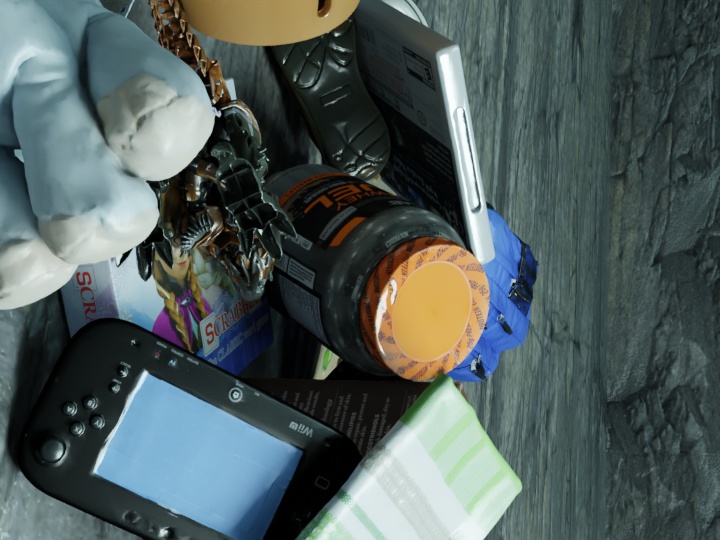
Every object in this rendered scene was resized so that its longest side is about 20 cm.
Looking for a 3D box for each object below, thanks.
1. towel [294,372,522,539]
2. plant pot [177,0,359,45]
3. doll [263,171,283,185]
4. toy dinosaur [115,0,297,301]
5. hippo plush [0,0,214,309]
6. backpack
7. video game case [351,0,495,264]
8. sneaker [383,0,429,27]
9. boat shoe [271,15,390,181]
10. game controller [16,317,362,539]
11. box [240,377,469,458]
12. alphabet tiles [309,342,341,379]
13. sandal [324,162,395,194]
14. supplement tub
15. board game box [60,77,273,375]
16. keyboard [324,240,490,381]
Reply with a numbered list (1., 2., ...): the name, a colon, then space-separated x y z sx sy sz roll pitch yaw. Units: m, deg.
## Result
1. towel: 0.017 0.177 0.691 0.200 0.031 0.150 -49 139 -12
2. plant pot: -0.066 -0.246 0.750 0.141 0.197 0.202 92 12 -45
3. doll: -0.034 -0.019 0.987 0.201 0.048 0.138 58 35 -54
4. toy dinosaur: -0.097 -0.064 0.686 0.201 0.101 0.136 53 20 -27
5. hippo plush: -0.164 -0.097 0.486 0.160 0.158 0.203 32 76 -52
6. backpack: 0.090 0.015 1.161 0.200 0.160 0.170 50 46 -60
7. video game case: 0.045 -0.123 0.931 0.200 0.023 0.184 -132 -155 -56
8. sneaker: 0.034 -0.173 1.146 0.116 0.074 0.203 -60 145 -58
9. boat shoe: -0.037 -0.172 0.975 0.074 0.075 0.203 -152 -137 -73
10. game controller: -0.094 0.110 0.657 0.105 0.198 0.042 -60 -160 -1
11. box: -0.015 0.133 0.809 0.101 0.197 0.076 65 33 -44
12. alphabet tiles: -0.010 0.121 1.036 0.200 0.007 0.170 23 81 -68
13. sandal: 0.004 -0.145 1.060 0.080 0.054 0.203 -18 104 -44
14. supplement tub: 0.000 0.000 0.835 0.121 0.199 0.124 -11 113 -29
15. board game box: -0.126 -0.012 0.746 0.200 0.041 0.203 -44 129 -64
16. keyboard: 0.018 0.050 0.898 0.020 0.200 0.128 33 21 -30
